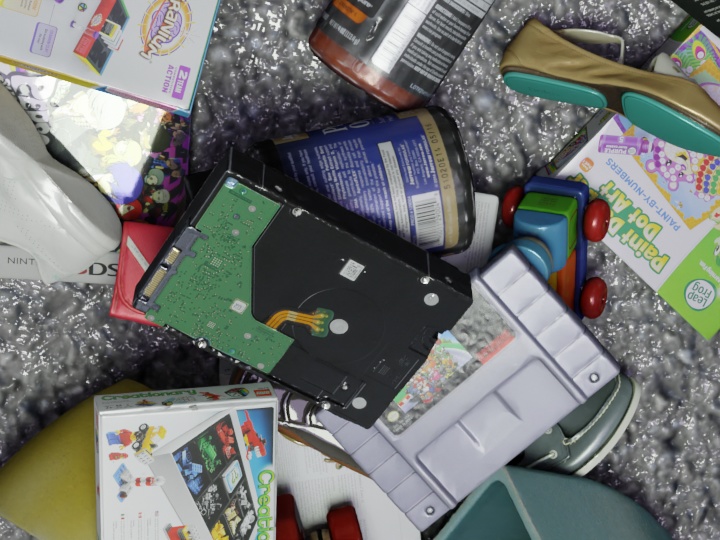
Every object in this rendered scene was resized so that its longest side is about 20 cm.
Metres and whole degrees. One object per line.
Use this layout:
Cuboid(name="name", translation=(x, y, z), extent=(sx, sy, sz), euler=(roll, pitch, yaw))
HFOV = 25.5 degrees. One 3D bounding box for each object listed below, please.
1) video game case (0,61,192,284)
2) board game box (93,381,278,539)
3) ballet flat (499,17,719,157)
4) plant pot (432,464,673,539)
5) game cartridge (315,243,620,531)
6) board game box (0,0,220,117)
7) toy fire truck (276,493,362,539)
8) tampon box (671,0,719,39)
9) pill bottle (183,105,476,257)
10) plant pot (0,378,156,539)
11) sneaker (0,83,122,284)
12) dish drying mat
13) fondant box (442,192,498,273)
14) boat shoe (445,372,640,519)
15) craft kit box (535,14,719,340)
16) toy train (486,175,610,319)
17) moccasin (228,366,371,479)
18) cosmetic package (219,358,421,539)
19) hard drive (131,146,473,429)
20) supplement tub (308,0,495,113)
Cuboid(name="video game case", translation=(-0.223, -0.089, 1.241), extent=(0.180, 0.036, 0.202), euler=(4, 106, -8))
Cuboid(name="board game box", translation=(-0.123, 0.181, 1.129), extent=(0.125, 0.035, 0.202), euler=(-3, 110, -15))
Cuboid(name="ballet flat", translation=(0.204, -0.147, 1.220), extent=(0.199, 0.069, 0.063), euler=(21, 77, 16))
Cuboid(name="plant pot", translation=(0.178, 0.290, 1.298), extent=(0.199, 0.197, 0.196), euler=(4, 134, -35))
Cuboid(name="game cartridge", translation=(0.077, 0.088, 1.186), extent=(0.200, 0.038, 0.130), euler=(-41, 102, 14))
Cuboid(name="board game box", translation=(-0.202, -0.215, 1.178), extent=(0.199, 0.040, 0.154), euler=(16, 89, -8))
Cuboid(name="toy fire truck", translation=(-0.036, 0.287, 1.250), extent=(0.111, 0.168, 0.201), euler=(-14, 108, -3))
Cuboid(name="tampon box", translation=(0.342, -0.235, 1.189), extent=(0.199, 0.126, 0.150), euler=(36, 80, -14))
Cuboid(name="pill bottle", translation=(-0.023, -0.048, 1.162), extent=(0.198, 0.112, 0.113), euler=(-12, 108, -9))
Cuboid(name="plant pot", translation=(-0.182, 0.172, 1.259), extent=(0.199, 0.200, 0.143), euler=(34, 76, -14))
Cuboid(name="sneaker", translation=(-0.274, -0.071, 1.189), extent=(0.088, 0.075, 0.200), euler=(-34, 108, 17))
Cuboid(name="dish drying mat", translation=(-0.087, 0.014, 1.209), extent=(0.198, 0.018, 0.077), euler=(9, 84, -3))
Cuboid(name="fondant box", translation=(0.000, 0.000, 1.253), extent=(0.198, 0.058, 0.145), euler=(8, 88, -5))
Cuboid(name="boat shoe", translation=(0.146, 0.148, 1.331), extent=(0.200, 0.073, 0.062), euler=(-41, 110, 12))
Cuboid(name="craft kit box", translation=(0.280, -0.080, 1.293), extent=(0.200, 0.049, 0.198), euler=(41, 101, -15))
Cuboid(name="toy train", translation=(0.141, 0.038, 1.257), extent=(0.084, 0.116, 0.201), euler=(10, 121, 21))
Cuboid(name="moccasin", translation=(-0.011, 0.124, 1.261), extent=(0.200, 0.078, 0.074), euler=(18, 88, -8))
Cuboid(name="cosmetic package", translation=(-0.032, 0.162, 1.327), extent=(0.150, 0.052, 0.202), euler=(-7, 107, -2))
Cuboid(name="hard drive", translation=(-0.040, 0.016, 1.106), extent=(0.199, 0.038, 0.140), euler=(26, 120, -19))
Cuboid(name="supplement tub", translation=(0.053, -0.224, 1.193), extent=(0.107, 0.107, 0.201), euler=(31, 100, -14))
